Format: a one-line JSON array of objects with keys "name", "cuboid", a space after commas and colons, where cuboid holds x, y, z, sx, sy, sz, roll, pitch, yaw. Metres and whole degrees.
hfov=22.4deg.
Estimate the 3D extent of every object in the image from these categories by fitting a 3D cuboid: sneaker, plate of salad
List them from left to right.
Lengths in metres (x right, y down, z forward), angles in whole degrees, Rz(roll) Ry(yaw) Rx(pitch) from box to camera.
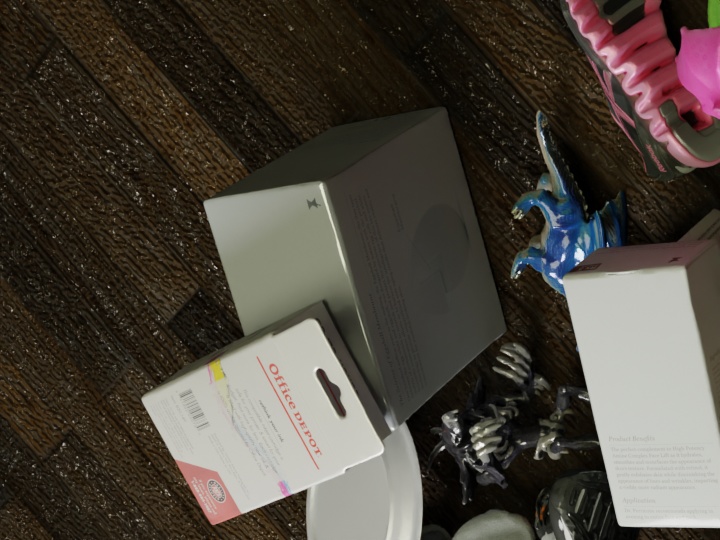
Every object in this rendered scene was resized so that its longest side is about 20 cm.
[{"name": "plate of salad", "cuboid": [0.009, 0.206, 1.582, 0.200, 0.048, 0.202, -18, 69, 59]}, {"name": "sneaker", "cuboid": [0.169, 0.200, 1.444, 0.079, 0.200, 0.074, 17, 76, 20]}, {"name": "sneaker", "cuboid": [0.197, -0.152, 1.349, 0.201, 0.079, 0.095, 62, 162, 10]}]

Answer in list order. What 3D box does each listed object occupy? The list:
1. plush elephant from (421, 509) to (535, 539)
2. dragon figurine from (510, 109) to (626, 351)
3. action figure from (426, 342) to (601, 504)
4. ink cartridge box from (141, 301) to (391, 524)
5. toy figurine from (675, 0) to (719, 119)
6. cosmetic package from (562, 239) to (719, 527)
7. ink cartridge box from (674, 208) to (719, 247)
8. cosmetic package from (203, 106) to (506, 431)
[{"name": "plush elephant", "cuboid": [0.120, 0.282, 1.528, 0.154, 0.200, 0.166, -28, 88, 17]}, {"name": "dragon figurine", "cuboid": [0.173, -0.031, 1.417, 0.099, 0.059, 0.202, 14, 117, 25]}, {"name": "action figure", "cuboid": [0.129, 0.119, 1.475, 0.198, 0.120, 0.102, -10, 139, 27]}, {"name": "ink cartridge box", "cuboid": [-0.058, 0.102, 1.359, 0.199, 0.067, 0.117, -25, 95, 41]}, {"name": "toy figurine", "cuboid": [0.280, -0.175, 1.217, 0.149, 0.184, 0.202, 16, 117, 24]}, {"name": "cosmetic package", "cuboid": [0.223, 0.083, 1.324, 0.101, 0.074, 0.202, -4, 106, 33]}, {"name": "ink cartridge box", "cuboid": [0.300, 0.075, 1.370, 0.199, 0.087, 0.146, 36, 124, 15]}, {"name": "cosmetic package", "cuboid": [0.000, 0.000, 1.446, 0.122, 0.200, 0.201, -8, 106, 32]}]
